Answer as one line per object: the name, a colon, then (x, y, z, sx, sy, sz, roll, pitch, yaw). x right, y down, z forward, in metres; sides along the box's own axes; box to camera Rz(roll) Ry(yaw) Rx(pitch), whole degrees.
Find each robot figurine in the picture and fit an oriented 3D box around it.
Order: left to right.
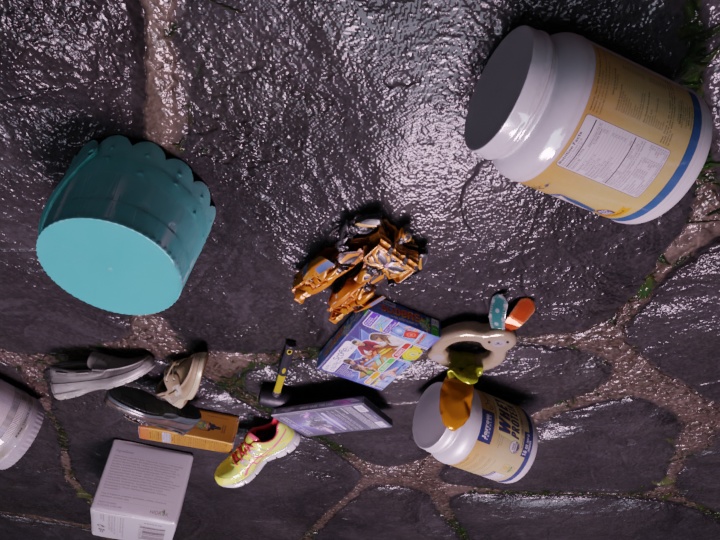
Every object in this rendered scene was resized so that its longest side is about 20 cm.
robot figurine: (0.000, 0.000, 0.846, 0.144, 0.059, 0.199, 32, 133, -29)

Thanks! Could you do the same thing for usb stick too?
usb stick: (-0.071, 0.274, 1.192, 0.198, 0.033, 0.056, -7, 140, 13)

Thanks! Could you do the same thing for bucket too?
bucket: (-0.299, -0.049, 0.765, 0.204, 0.136, 0.208, 4, 138, 3)

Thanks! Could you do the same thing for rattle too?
rattle: (0.190, 0.142, 0.934, 0.130, 0.143, 0.199, 42, 135, -14)

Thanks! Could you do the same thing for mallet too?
mallet: (-0.138, 0.199, 1.114, 0.065, 0.041, 0.201, 17, 134, -14)

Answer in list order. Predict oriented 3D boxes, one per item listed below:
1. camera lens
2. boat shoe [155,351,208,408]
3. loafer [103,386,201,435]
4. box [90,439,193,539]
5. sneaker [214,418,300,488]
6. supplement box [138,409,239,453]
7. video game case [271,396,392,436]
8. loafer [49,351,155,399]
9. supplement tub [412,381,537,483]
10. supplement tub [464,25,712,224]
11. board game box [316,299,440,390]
camera lens: (-0.768, 0.291, 1.191, 0.159, 0.161, 0.200, -21, 133, 28)
boat shoe: (-0.336, 0.201, 1.110, 0.064, 0.073, 0.200, 24, 143, -18)
loafer: (-0.407, 0.282, 1.156, 0.199, 0.072, 0.063, 27, 104, -38)
box: (-0.529, 0.543, 1.448, 0.198, 0.173, 0.200, 16, 138, -11)
sneaker: (-0.230, 0.375, 1.261, 0.199, 0.078, 0.091, -34, 129, -11)
supplement box: (-0.363, 0.334, 1.269, 0.198, 0.067, 0.069, 12, 139, -7)
video game case: (-0.054, 0.289, 1.167, 0.198, 0.019, 0.143, -12, 145, 22)
loafer: (-0.482, 0.184, 1.107, 0.198, 0.070, 0.071, -14, 97, 1)
supplement tub: (0.210, 0.296, 1.099, 0.198, 0.146, 0.144, 24, 136, -21)
supplement tub: (0.219, -0.142, 0.592, 0.198, 0.146, 0.145, 18, 138, -14)
board game box: (0.026, 0.128, 1.009, 0.134, 0.035, 0.200, 22, 136, -18)
